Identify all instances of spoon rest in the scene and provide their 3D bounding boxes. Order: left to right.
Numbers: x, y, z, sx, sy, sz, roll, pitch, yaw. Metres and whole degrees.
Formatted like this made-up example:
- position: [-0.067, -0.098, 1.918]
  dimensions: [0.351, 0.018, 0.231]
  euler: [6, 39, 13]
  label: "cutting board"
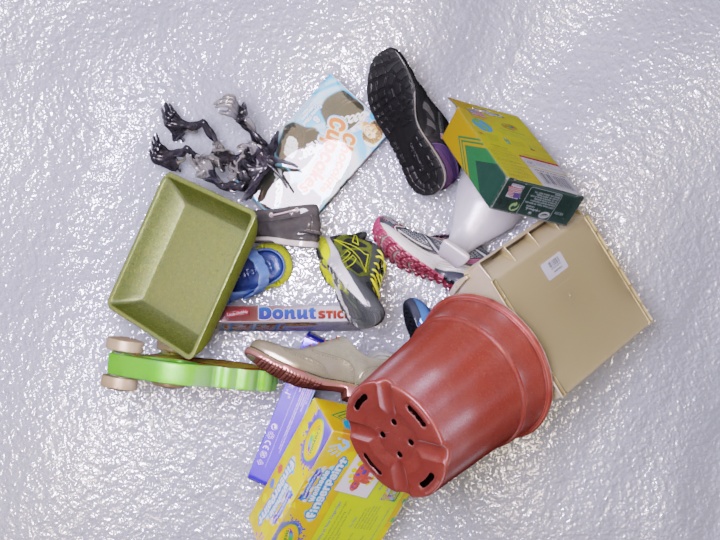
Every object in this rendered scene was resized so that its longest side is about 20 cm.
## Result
- position: [0.155, -0.070, 1.320]
  dimensions: [0.099, 0.061, 0.200]
  euler: [36, 49, 3]
  label: "spoon rest"

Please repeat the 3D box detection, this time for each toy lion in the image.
- position: [-0.209, 0.132, 1.299]
  dimensions: [0.189, 0.200, 0.070]
  euler: [7, 88, 20]
  label: "toy lion"

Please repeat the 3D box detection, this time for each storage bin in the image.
- position: [0.246, 0.045, 1.289]
  dimensions: [0.199, 0.094, 0.200]
  euler: [-31, 88, -31]
  label: "storage bin"

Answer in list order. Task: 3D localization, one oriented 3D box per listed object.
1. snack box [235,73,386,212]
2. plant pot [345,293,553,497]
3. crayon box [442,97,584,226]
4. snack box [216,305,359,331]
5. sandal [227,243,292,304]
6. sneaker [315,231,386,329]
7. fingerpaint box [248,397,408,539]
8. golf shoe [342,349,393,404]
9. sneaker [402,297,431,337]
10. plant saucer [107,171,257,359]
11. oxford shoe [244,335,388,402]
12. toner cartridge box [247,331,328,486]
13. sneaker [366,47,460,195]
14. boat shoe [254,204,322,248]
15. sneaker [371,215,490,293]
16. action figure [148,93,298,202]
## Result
- position: [-0.065, -0.156, 1.371]
  dimensions: [0.116, 0.037, 0.200]
  euler: [42, 90, 1]
  label: "snack box"
- position: [0.096, 0.158, 1.194]
  dimensions: [0.194, 0.200, 0.202]
  euler: [-30, 88, -43]
  label: "plant pot"
- position: [0.189, -0.144, 1.293]
  dimensions: [0.126, 0.201, 0.051]
  euler: [11, 124, -29]
  label: "crayon box"
- position: [-0.093, 0.065, 1.332]
  dimensions: [0.197, 0.072, 0.025]
  euler: [0, 77, -11]
  label: "snack box"
- position: [-0.190, 0.019, 1.349]
  dimensions: [0.198, 0.087, 0.080]
  euler: [-28, 91, 3]
  label: "sandal"
- position: [0.000, 0.000, 1.302]
  dimensions: [0.084, 0.200, 0.075]
  euler: [-20, 126, -9]
  label: "sneaker"
- position: [-0.026, 0.276, 1.285]
  dimensions: [0.165, 0.073, 0.202]
  euler: [16, 112, -32]
  label: "fingerpaint box"
- position: [-0.004, 0.203, 1.341]
  dimensions: [0.074, 0.092, 0.202]
  euler: [22, 91, 0]
  label: "golf shoe"
- position: [0.128, 0.118, 1.355]
  dimensions: [0.078, 0.066, 0.202]
  euler: [-29, 89, -11]
  label: "sneaker"
- position: [-0.223, -0.006, 1.300]
  dimensions: [0.199, 0.048, 0.202]
  euler: [24, 90, 39]
  label: "plant saucer"
- position: [-0.049, 0.116, 1.266]
  dimensions: [0.198, 0.071, 0.075]
  euler: [20, 75, -14]
  label: "oxford shoe"
- position: [-0.091, 0.185, 1.340]
  dimensions: [0.043, 0.095, 0.202]
  euler: [22, 91, 1]
  label: "toner cartridge box"
- position: [0.075, -0.204, 1.349]
  dimensions: [0.075, 0.087, 0.202]
  euler: [-16, 98, 37]
  label: "sneaker"
- position: [-0.136, -0.066, 1.335]
  dimensions: [0.198, 0.067, 0.058]
  euler: [7, 89, 29]
  label: "boat shoe"
- position: [0.107, -0.023, 1.351]
  dimensions: [0.198, 0.081, 0.075]
  euler: [26, 75, -6]
  label: "sneaker"
- position: [-0.186, -0.162, 1.318]
  dimensions: [0.198, 0.102, 0.120]
  euler: [14, 69, 21]
  label: "action figure"
